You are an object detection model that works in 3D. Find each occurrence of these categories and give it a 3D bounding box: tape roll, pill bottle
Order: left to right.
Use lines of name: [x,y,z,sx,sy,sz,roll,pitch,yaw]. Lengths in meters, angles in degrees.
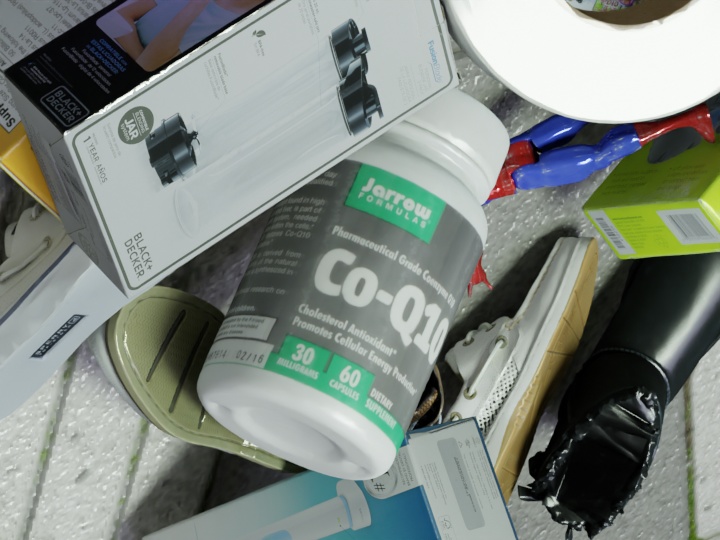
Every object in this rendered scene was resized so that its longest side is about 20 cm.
pill bottle: [0.000,0.000,1.594,0.113,0.113,0.200,48,59,-51]
tape roll: [0.125,-0.172,1.429,0.202,0.037,0.203,-5,108,-17]

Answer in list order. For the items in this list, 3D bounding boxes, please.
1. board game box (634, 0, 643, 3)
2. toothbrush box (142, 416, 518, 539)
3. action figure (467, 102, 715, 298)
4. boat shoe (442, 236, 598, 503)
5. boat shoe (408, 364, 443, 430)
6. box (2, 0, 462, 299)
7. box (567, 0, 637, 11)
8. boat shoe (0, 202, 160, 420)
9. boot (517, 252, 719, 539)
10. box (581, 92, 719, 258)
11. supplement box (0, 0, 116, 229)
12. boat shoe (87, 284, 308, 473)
board game box: [0.211,-0.165,1.604,0.097,0.159,0.200,-49,140,2]
toothbrush box: [-0.009,0.186,1.697,0.200,0.147,0.085,-25,170,31]
action figure: [0.105,-0.053,1.723,0.200,0.065,0.099,-19,152,2]
boat shoe: [0.083,0.062,1.815,0.200,0.069,0.071,-64,161,-11]
boat shoe: [0.008,0.072,1.751,0.072,0.072,0.200,-27,137,-23]
box: [-0.056,-0.091,1.393,0.200,0.060,0.117,-34,139,-14]
box: [0.120,-0.206,1.645,0.200,0.039,0.137,3,120,-43]
boat shoe: [-0.155,-0.005,1.530,0.200,0.070,0.071,-44,157,17]
boot: [0.172,0.064,1.832,0.198,0.073,0.162,-57,180,19]
box: [0.233,-0.091,1.751,0.200,0.122,0.048,-48,111,-23]
supplement box: [-0.106,-0.124,1.454,0.200,0.109,0.110,-45,141,-1]
boat shoe: [-0.096,0.060,1.644,0.200,0.068,0.075,40,71,-50]
